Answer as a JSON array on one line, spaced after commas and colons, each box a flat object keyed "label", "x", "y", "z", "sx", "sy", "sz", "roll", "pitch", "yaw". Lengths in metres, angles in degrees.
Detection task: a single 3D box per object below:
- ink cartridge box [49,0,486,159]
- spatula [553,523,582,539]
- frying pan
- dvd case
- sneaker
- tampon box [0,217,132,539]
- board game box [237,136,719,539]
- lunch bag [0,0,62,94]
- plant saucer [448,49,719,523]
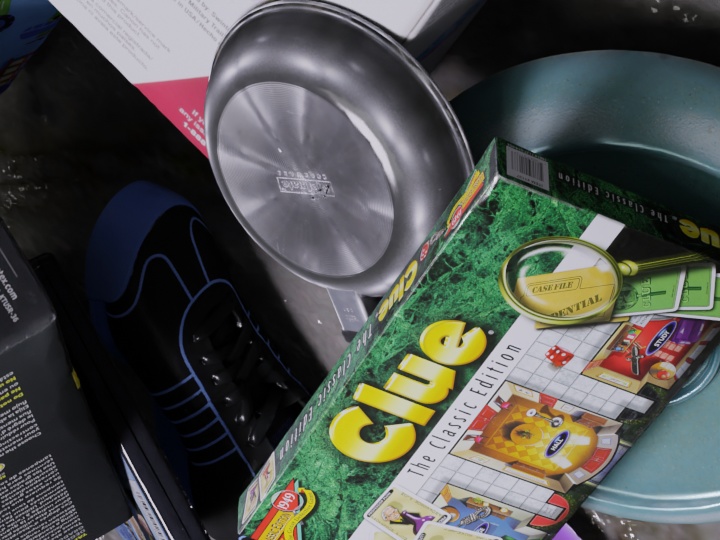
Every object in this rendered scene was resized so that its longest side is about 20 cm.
[{"label": "ink cartridge box", "x": -0.022, "y": -0.131, "z": 0.926, "sx": 0.148, "sy": 0.086, "sz": 0.200, "roll": 46, "pitch": 143, "yaw": 4}, {"label": "spatula", "x": 0.045, "y": 0.148, "z": 1.168, "sx": 0.057, "sy": 0.021, "sz": 0.200, "roll": 45, "pitch": 149, "yaw": 0}, {"label": "frying pan", "x": -0.014, "y": -0.008, "z": 0.931, "sx": 0.115, "sy": 0.031, "sz": 0.190, "roll": 28, "pitch": 133, "yaw": 24}, {"label": "dvd case", "x": -0.121, "y": 0.061, "z": 1.186, "sx": 0.143, "sy": 0.018, "sz": 0.200, "roll": 62, "pitch": 168, "yaw": -4}, {"label": "sneaker", "x": -0.056, "y": 0.048, "z": 1.149, "sx": 0.078, "sy": 0.070, "sz": 0.200, "roll": 19, "pitch": 142, "yaw": 33}, {"label": "tampon box", "x": -0.192, "y": 0.038, "z": 1.076, "sx": 0.150, "sy": 0.126, "sz": 0.200, "roll": 55, "pitch": 168, "yaw": 24}, {"label": "board game box", "x": 0.045, "y": 0.043, "z": 0.919, "sx": 0.105, "sy": 0.023, "sz": 0.200, "roll": 22, "pitch": 131, "yaw": -15}, {"label": "lunch bag", "x": -0.205, "y": -0.175, "z": 1.096, "sx": 0.200, "sy": 0.094, "sz": 0.151, "roll": 59, "pitch": 145, "yaw": 7}, {"label": "plant saucer", "x": 0.097, "y": 0.016, "z": 0.927, "sx": 0.200, "sy": 0.027, "sz": 0.200, "roll": 11, "pitch": 127, "yaw": 14}]
